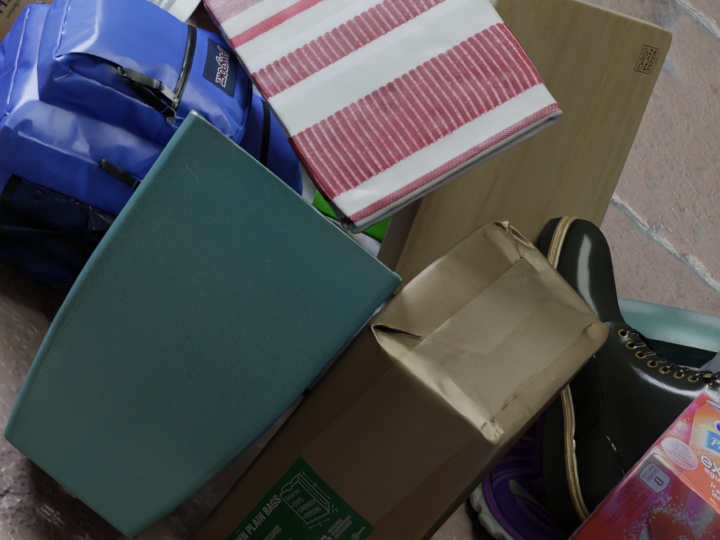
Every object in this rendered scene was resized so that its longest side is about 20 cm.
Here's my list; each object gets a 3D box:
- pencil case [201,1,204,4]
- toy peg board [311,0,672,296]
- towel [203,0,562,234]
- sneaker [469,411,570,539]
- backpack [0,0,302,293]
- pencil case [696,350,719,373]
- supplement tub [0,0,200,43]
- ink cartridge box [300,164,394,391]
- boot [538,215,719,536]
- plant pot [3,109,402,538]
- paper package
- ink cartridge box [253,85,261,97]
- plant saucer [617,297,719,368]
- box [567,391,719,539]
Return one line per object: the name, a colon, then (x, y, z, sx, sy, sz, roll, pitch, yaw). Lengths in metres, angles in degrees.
pencil case: (-0.038, -0.174, 1.877, 0.200, 0.089, 0.078, 38, 59, -2)
toy peg board: (0.075, -0.087, 1.629, 0.098, 0.201, 0.199, 28, 12, 35)
towel: (0.009, -0.127, 1.506, 0.200, 0.144, 0.023, 58, -5, 29)
sneaker: (0.122, 0.112, 1.671, 0.080, 0.083, 0.200, 27, 36, -18)
backpack: (-0.129, -0.063, 1.552, 0.199, 0.168, 0.163, 28, 38, -18)
pencil case: (0.232, 0.110, 1.679, 0.083, 0.200, 0.091, -31, 79, -40)
supplement tub: (-0.205, -0.199, 1.664, 0.200, 0.146, 0.146, 35, 31, -6)
ink cartridge box: (0.000, 0.000, 1.685, 0.144, 0.085, 0.200, -6, 54, -51)
boot: (0.182, 0.055, 1.593, 0.077, 0.138, 0.201, 13, 67, -52)
plant pot: (-0.096, 0.036, 1.411, 0.141, 0.200, 0.141, 39, 0, -2)
paper package: (0.023, 0.094, 1.476, 0.103, 0.200, 0.191, 43, 31, 6)
ink cartridge box: (-0.059, -0.124, 1.717, 0.094, 0.037, 0.200, 1, 13, -35)
plant saucer: (0.198, 0.042, 1.769, 0.199, 0.028, 0.200, 11, -4, 1)
box: (0.162, 0.181, 1.512, 0.095, 0.200, 0.103, 41, 30, 6)
